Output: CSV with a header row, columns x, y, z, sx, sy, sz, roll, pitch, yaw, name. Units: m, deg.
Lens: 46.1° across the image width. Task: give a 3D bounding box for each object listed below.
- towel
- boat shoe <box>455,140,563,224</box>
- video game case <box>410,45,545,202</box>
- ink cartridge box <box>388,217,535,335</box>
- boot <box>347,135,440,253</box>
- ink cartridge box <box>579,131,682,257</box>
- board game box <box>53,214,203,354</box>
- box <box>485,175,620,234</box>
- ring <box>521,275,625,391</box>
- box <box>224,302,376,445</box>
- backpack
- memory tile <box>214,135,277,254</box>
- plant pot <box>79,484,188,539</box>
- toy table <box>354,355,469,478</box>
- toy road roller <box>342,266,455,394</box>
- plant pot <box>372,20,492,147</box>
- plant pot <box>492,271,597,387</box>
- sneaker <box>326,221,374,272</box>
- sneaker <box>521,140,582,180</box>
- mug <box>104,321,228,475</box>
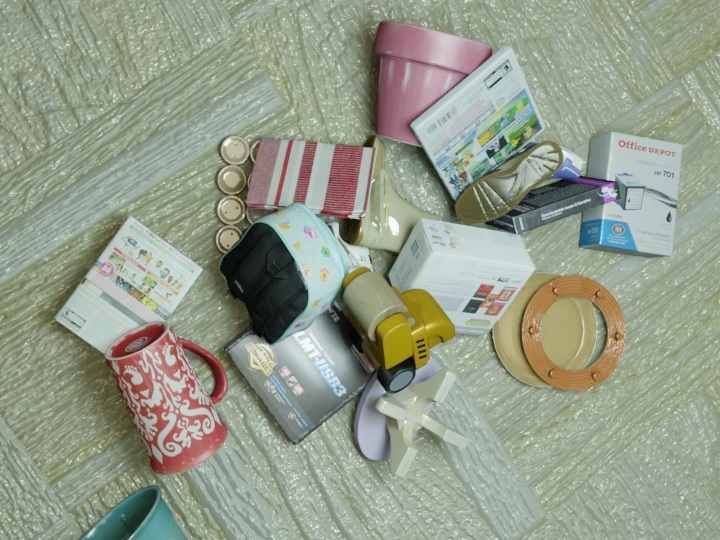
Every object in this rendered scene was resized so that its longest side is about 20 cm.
x,y,z,sx,sy,sz,roll,pitch,yaw,name
-0.078,-0.151,1.372,0.197,0.023,0.146,6,57,5,towel
0.248,-0.145,1.412,0.198,0.065,0.074,-31,97,12,boat shoe
0.195,-0.234,1.377,0.199,0.022,0.183,-40,133,-1,video game case
0.157,0.016,1.408,0.197,0.177,0.085,8,42,-24,ink cartridge box
0.061,-0.119,1.440,0.153,0.073,0.203,16,63,-23,boot
0.483,-0.133,1.513,0.144,0.086,0.204,7,88,-10,ink cartridge box
-0.368,0.036,1.360,0.147,0.064,0.201,37,83,-8,board game box
0.323,-0.115,1.452,0.197,0.143,0.037,-17,104,-10,box
0.379,0.110,1.491,0.197,0.019,0.204,0,88,-11,ring
-0.093,0.150,1.415,0.197,0.050,0.201,-36,95,-9,box
-0.107,-0.003,1.303,0.152,0.200,0.177,-25,77,-31,backpack
-0.168,-0.122,1.427,0.151,0.017,0.204,4,88,-10,memory tile
-0.324,0.473,1.294,0.200,0.200,0.197,-39,102,-9,plant pot
0.080,0.236,1.387,0.182,0.117,0.203,15,96,-26,toy table
0.063,0.074,1.288,0.145,0.201,0.123,-29,53,-13,toy road roller
0.104,-0.301,1.406,0.197,0.200,0.182,12,102,-10,plant pot
0.324,0.104,1.503,0.197,0.027,0.204,0,88,-11,plant pot
0.000,0.000,1.423,0.200,0.076,0.088,42,77,-9,sneaker
0.278,-0.174,1.486,0.196,0.081,0.117,17,89,-2,sneaker
-0.301,0.183,1.319,0.132,0.178,0.202,-17,112,11,mug
